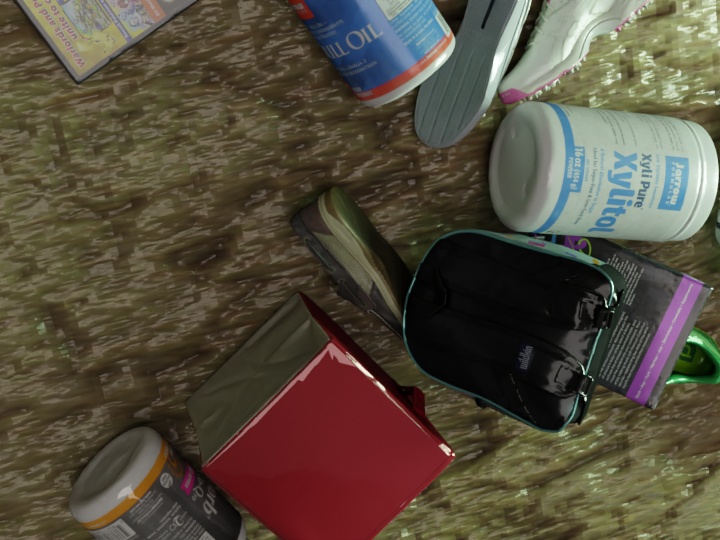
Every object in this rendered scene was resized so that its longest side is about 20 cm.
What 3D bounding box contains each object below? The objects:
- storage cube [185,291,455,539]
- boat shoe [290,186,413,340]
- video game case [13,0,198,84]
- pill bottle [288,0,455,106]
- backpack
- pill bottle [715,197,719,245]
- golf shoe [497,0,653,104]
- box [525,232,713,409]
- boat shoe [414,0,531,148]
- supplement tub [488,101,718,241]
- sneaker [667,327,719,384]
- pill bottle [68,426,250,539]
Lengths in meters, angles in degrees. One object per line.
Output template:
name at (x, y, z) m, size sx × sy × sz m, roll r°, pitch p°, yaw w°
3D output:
storage cube at (-0.045, 0.157, 1.138) m, size 0.200 × 0.171 × 0.180 m, roll -45°, pitch 110°, yaw 1°
boat shoe at (0.000, 0.000, 1.165) m, size 0.066 × 0.072 × 0.201 m, roll -21°, pitch 127°, yaw 22°
video game case at (-0.243, -0.302, 1.029) m, size 0.181 × 0.026 × 0.200 m, roll -36°, pitch 112°, yaw -3°
pill bottle at (-0.008, -0.262, 1.058) m, size 0.112 × 0.112 × 0.200 m, roll -38°, pitch 111°, yaw -2°
backpack at (0.149, 0.049, 1.136) m, size 0.199 × 0.153 × 0.176 m, roll 18°, pitch 98°, yaw 16°
pill bottle at (0.447, -0.074, 1.237) m, size 0.111 × 0.111 × 0.201 m, roll -1°, pitch 106°, yaw -15°
golf shoe at (0.203, -0.250, 1.149) m, size 0.200 × 0.075 × 0.092 m, roll -42°, pitch 101°, yaw -7°
box at (0.249, 0.039, 1.212) m, size 0.200 × 0.036 × 0.143 m, roll 25°, pitch 99°, yaw 7°
boat shoe at (0.122, -0.211, 1.130) m, size 0.074 × 0.067 × 0.200 m, roll 39°, pitch 120°, yaw 19°
supplement tub at (0.244, -0.099, 1.159) m, size 0.199 × 0.132 × 0.132 m, roll 3°, pitch 105°, yaw -19°
sneaker at (0.313, 0.078, 1.255) m, size 0.199 × 0.084 × 0.074 m, roll 13°, pitch 103°, yaw -9°
pill bottle at (-0.189, 0.263, 1.159) m, size 0.116 × 0.116 × 0.200 m, roll -41°, pitch 112°, yaw -1°
